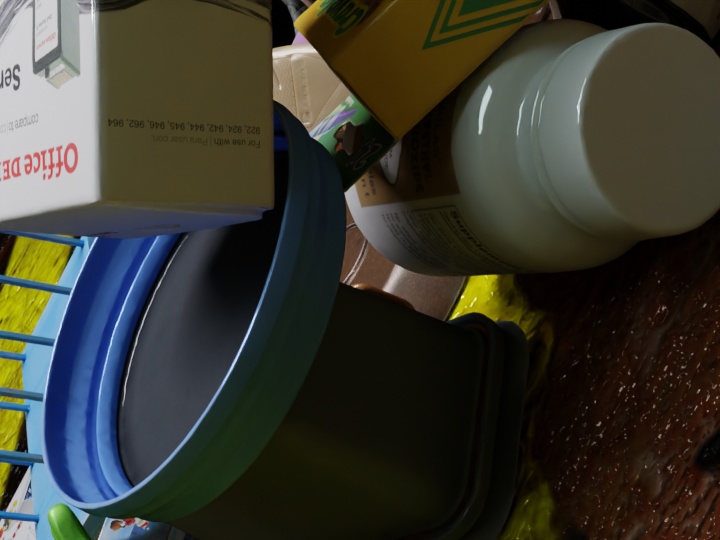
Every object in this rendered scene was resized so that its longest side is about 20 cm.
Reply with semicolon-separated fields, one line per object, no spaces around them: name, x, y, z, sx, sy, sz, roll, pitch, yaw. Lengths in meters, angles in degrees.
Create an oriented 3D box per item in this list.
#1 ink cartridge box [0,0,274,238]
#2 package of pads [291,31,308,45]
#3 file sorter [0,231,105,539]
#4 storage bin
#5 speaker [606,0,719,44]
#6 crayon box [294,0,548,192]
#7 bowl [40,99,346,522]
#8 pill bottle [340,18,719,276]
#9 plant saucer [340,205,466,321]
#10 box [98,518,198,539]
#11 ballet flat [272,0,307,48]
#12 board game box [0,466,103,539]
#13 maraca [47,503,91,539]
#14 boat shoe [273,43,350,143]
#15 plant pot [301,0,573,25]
ink cartridge box;-0.106;-0.119;0.725;0.145;0.083;0.202;-6;84;57
package of pads;0.028;-0.193;1.112;0.120;0.075;0.201;-2;61;62
file sorter;-0.237;0.083;1.103;0.139;0.122;0.201;-55;35;38
storage bin;-0.033;0.066;0.831;0.199;0.134;0.147;-23;48;48
speaker;0.184;-0.214;0.812;0.201;0.081;0.081;-60;23;1
crayon box;0.041;-0.135;0.785;0.200;0.052;0.126;-43;18;4
bowl;-0.076;0.017;0.762;0.200;0.039;0.202;-38;39;38
pill bottle;0.081;-0.056;0.793;0.200;0.114;0.115;-3;59;63
plant saucer;0.000;0.000;0.998;0.200;0.034;0.201;-46;26;30
box;-0.114;0.164;0.943;0.137;0.037;0.201;87;-162;-61
ballet flat;-0.058;-0.142;1.252;0.067;0.057;0.201;-47;26;29
board game box;-0.206;0.174;1.210;0.127;0.034;0.200;-62;23;-5
maraca;-0.086;0.190;0.767;0.107;0.201;0.137;-35;31;-18
boat shoe;0.022;-0.106;0.971;0.198;0.065;0.073;-3;97;28
plant pot;0.068;-0.242;0.968;0.200;0.200;0.199;-12;43;60
